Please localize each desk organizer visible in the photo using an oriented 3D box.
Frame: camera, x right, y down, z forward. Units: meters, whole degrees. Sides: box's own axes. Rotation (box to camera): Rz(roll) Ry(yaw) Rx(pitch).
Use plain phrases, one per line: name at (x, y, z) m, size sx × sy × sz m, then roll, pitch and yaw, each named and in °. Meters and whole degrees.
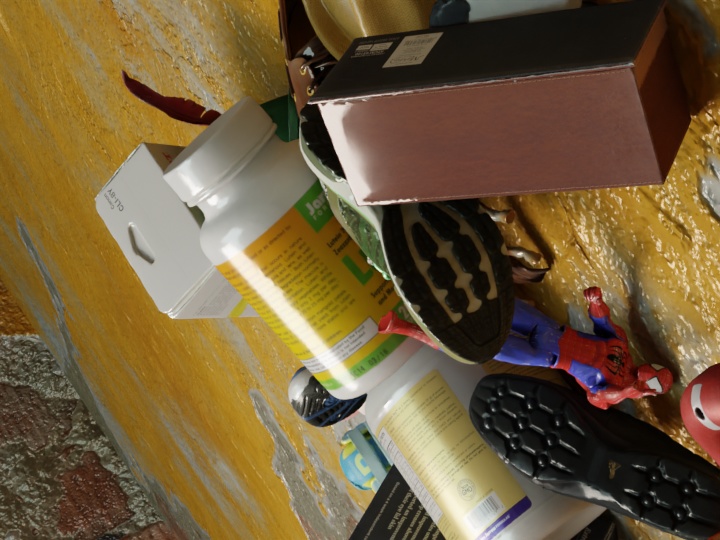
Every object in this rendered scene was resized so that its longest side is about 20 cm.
desk organizer at (0.080, -0.092, 0.862) m, size 0.198 × 0.072 × 0.078 m, roll -2°, pitch 126°, yaw 31°

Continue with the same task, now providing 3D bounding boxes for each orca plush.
orca plush at (0.105, -0.145, 0.925) m, size 0.104 × 0.072 × 0.201 m, roll -6°, pitch 135°, yaw 20°

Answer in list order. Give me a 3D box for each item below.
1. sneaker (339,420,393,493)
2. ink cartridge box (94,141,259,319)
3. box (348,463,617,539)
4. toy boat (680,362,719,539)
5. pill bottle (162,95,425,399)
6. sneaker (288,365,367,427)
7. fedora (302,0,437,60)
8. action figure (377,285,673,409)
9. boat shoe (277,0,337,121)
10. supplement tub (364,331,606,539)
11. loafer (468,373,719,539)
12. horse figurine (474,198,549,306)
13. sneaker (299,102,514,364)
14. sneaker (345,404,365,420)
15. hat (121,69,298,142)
sneaker at (0.048, 0.136, 1.310) m, size 0.080 × 0.130 × 0.200 m, roll 56°, pitch 160°, yaw 18°
ink cartridge box at (-0.126, -0.035, 1.408) m, size 0.083 × 0.199 × 0.146 m, roll -46°, pitch 67°, yaw 24°
box at (0.092, 0.257, 1.235) m, size 0.198 × 0.148 × 0.105 m, roll 18°, pitch 142°, yaw 24°
toy boat at (0.239, 0.146, 0.845) m, size 0.201 × 0.130 × 0.130 m, roll 60°, pitch 160°, yaw 0°
pill bottle at (-0.040, -0.019, 1.050) m, size 0.200 × 0.111 × 0.111 m, roll 48°, pitch 163°, yaw -12°
sneaker at (-0.010, 0.071, 1.283) m, size 0.077 × 0.200 × 0.076 m, roll 48°, pitch 118°, yaw 11°
fedora at (0.013, -0.189, 1.019) m, size 0.201 × 0.081 × 0.201 m, roll 50°, pitch 159°, yaw 28°
action figure at (0.120, 0.039, 0.979) m, size 0.198 × 0.066 × 0.099 m, roll 19°, pitch 162°, yaw -10°
boat shoe at (-0.023, -0.142, 1.111) m, size 0.068 × 0.071 × 0.201 m, roll 54°, pitch -167°, yaw -53°
supplement tub at (0.093, 0.119, 1.152) m, size 0.201 × 0.145 × 0.146 m, roll 54°, pitch 160°, yaw 18°
loafer at (0.165, 0.128, 1.036) m, size 0.199 × 0.069 × 0.070 m, roll 24°, pitch -177°, yaw 27°
horse figurine at (0.061, -0.041, 1.036) m, size 0.132 × 0.050 × 0.200 m, roll 35°, pitch 171°, yaw 37°
sneaker at (0.030, -0.020, 0.951) m, size 0.201 × 0.076 × 0.089 m, roll 58°, pitch 164°, yaw 23°
sneaker at (0.003, 0.117, 1.477) m, size 0.105 × 0.075 × 0.201 m, roll 56°, pitch 157°, yaw 27°
hat at (-0.136, -0.090, 1.312) m, size 0.200 × 0.174 × 0.168 m, roll -83°, pitch -6°, yaw -83°
